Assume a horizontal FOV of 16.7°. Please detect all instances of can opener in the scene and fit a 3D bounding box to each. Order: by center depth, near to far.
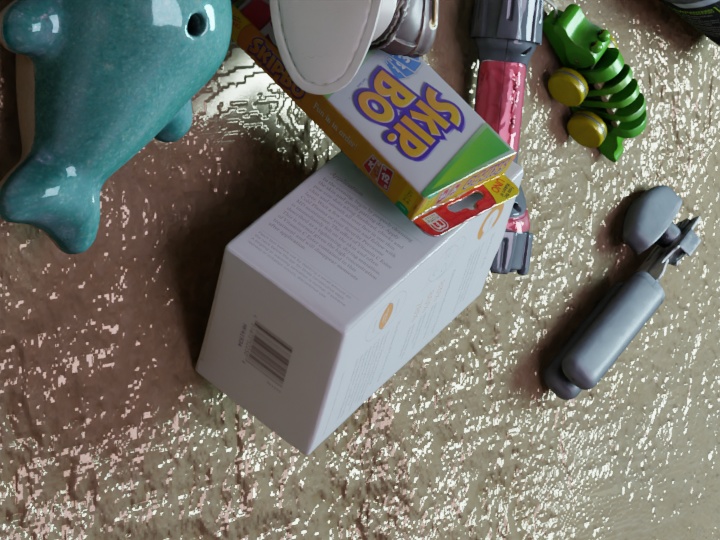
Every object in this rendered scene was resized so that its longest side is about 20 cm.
[{"bbox_3d":[0.197,0.012,1.890,0.067,0.053,0.200,46,56,-6],"label":"can opener"}]

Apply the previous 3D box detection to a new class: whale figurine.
[{"bbox_3d":[-0.141,-0.110,1.411,0.159,0.103,0.201,33,71,-48],"label":"whale figurine"}]

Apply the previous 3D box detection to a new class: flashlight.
[{"bbox_3d":[0.096,-0.100,1.727,0.068,0.067,0.202,2,96,-47],"label":"flashlight"}]

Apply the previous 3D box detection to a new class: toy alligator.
[{"bbox_3d":[0.172,-0.156,1.816,0.059,0.054,0.201,-53,132,-31],"label":"toy alligator"}]

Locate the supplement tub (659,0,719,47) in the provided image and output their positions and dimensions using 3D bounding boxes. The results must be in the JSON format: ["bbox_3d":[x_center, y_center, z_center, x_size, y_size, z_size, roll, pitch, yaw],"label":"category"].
[{"bbox_3d":[0.285,-0.243,1.885,0.200,0.122,0.124,27,76,-49],"label":"supplement tub"}]

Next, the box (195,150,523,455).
[{"bbox_3d":[0.000,0.000,1.565,0.200,0.097,0.125,-41,158,-39],"label":"box"}]

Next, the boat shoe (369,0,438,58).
[{"bbox_3d":[0.017,-0.231,1.573,0.059,0.072,0.202,18,58,-37],"label":"boat shoe"}]

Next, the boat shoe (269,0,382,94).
[{"bbox_3d":[-0.016,-0.209,1.504,0.060,0.071,0.204,-2,93,-82],"label":"boat shoe"}]

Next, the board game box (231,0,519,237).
[{"bbox_3d":[0.011,-0.108,1.543,0.095,0.200,0.030,-27,158,-43],"label":"board game box"}]
